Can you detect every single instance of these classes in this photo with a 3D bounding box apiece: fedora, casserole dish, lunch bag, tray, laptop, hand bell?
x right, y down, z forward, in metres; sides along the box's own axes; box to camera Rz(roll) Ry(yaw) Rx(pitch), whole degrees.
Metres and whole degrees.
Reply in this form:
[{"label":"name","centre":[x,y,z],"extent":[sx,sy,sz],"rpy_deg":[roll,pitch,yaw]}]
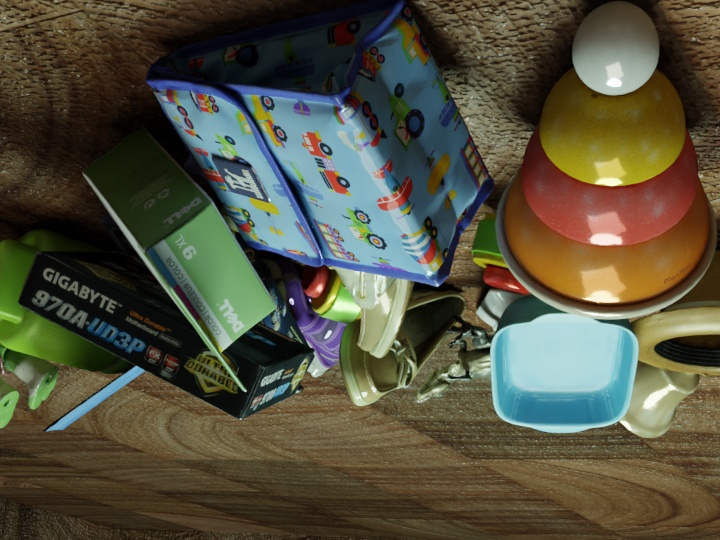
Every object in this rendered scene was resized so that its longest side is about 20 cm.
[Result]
[{"label":"fedora","centre":[0.312,0.034,0.996],"extent":[0.197,0.083,0.201],"rpy_deg":[3,163,1]},{"label":"casserole dish","centre":[0.170,0.076,0.990],"extent":[0.119,0.039,0.201],"rpy_deg":[0,146,8]},{"label":"lunch bag","centre":[-0.039,-0.079,0.746],"extent":[0.198,0.095,0.151],"rpy_deg":[3,139,38]},{"label":"tray","centre":[0.166,0.044,1.101],"extent":[0.105,0.023,0.200],"rpy_deg":[7,173,3]},{"label":"laptop","centre":[-0.173,0.129,1.092],"extent":[0.197,0.118,0.187],"rpy_deg":[21,170,-7]},{"label":"hand bell","centre":[0.339,0.083,1.153],"extent":[0.103,0.106,0.200],"rpy_deg":[16,147,-26]}]

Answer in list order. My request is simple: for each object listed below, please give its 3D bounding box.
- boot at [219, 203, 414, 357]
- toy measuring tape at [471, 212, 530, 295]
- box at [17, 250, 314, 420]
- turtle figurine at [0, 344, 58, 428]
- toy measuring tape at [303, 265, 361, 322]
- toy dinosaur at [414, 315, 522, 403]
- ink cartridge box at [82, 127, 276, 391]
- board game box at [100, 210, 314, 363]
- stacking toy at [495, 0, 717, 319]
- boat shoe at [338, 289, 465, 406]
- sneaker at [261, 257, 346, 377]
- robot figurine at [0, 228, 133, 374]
[{"label":"boot","centre":[-0.031,-0.024,0.887],"extent":[0.152,0.073,0.202],"rpy_deg":[10,134,2]},{"label":"toy measuring tape","centre":[0.126,-0.014,0.962],"extent":[0.072,0.075,0.200],"rpy_deg":[4,174,6]},{"label":"box","centre":[-0.147,0.046,0.925],"extent":[0.198,0.047,0.159],"rpy_deg":[26,-175,11]},{"label":"turtle figurine","centre":[-0.415,0.093,1.168],"extent":[0.193,0.201,0.144],"rpy_deg":[35,174,11]},{"label":"toy measuring tape","centre":[0.000,0.000,0.995],"extent":[0.072,0.075,0.200],"rpy_deg":[13,160,-20]},{"label":"toy dinosaur","centre":[0.131,0.073,1.074],"extent":[0.197,0.048,0.088],"rpy_deg":[-15,149,20]},{"label":"ink cartridge box","centre":[-0.120,-0.013,0.823],"extent":[0.200,0.059,0.105],"rpy_deg":[43,165,52]},{"label":"board game box","centre":[-0.131,0.019,1.037],"extent":[0.134,0.035,0.201],"rpy_deg":[15,150,28]},{"label":"stacking toy","centre":[0.154,-0.081,0.710],"extent":[0.143,0.148,0.201],"rpy_deg":[3,142,9]},{"label":"boat shoe","centre":[0.040,0.063,1.081],"extent":[0.062,0.074,0.200],"rpy_deg":[-16,-173,27]},{"label":"sneaker","centre":[-0.045,0.035,1.160],"extent":[0.082,0.082,0.200],"rpy_deg":[-23,154,6]},{"label":"robot figurine","centre":[-0.272,0.032,1.124],"extent":[0.198,0.118,0.174],"rpy_deg":[22,162,-38]}]
